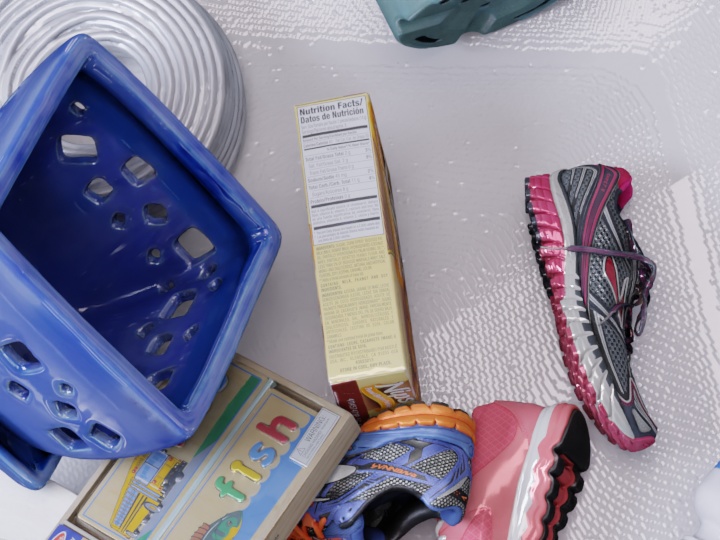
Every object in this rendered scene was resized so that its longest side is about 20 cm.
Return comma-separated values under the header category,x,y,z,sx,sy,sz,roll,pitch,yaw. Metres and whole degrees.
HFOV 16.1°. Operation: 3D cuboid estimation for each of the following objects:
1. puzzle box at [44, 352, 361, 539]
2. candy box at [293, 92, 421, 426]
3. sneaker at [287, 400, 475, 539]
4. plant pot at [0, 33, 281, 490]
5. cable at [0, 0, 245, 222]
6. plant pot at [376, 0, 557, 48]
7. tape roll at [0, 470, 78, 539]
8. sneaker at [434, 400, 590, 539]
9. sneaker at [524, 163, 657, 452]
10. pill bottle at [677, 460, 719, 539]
category,x,y,z,sx,sy,sz,roll,pitch,yaw
puzzle box,-0.107,0.146,1.606,0.133,0.025,0.200,25,70,30
candy box,0.000,0.000,1.665,0.055,0.116,0.201,-10,65,3
sneaker,-0.017,0.149,1.630,0.199,0.075,0.079,-23,52,20
plant pot,-0.196,0.007,1.620,0.200,0.179,0.200,44,42,-20
cable,-0.180,-0.117,1.760,0.199,0.069,0.201,4,73,8
plant pot,0.058,-0.269,1.724,0.199,0.200,0.197,-22,78,0
tape roll,-0.241,0.233,1.645,0.201,0.071,0.204,-1,68,2
sneaker,0.081,0.176,1.647,0.086,0.074,0.201,12,72,28
sneaker,0.162,0.021,1.670,0.074,0.081,0.201,-13,71,1
pill bottle,0.281,0.141,1.600,0.112,0.112,0.200,40,81,16
